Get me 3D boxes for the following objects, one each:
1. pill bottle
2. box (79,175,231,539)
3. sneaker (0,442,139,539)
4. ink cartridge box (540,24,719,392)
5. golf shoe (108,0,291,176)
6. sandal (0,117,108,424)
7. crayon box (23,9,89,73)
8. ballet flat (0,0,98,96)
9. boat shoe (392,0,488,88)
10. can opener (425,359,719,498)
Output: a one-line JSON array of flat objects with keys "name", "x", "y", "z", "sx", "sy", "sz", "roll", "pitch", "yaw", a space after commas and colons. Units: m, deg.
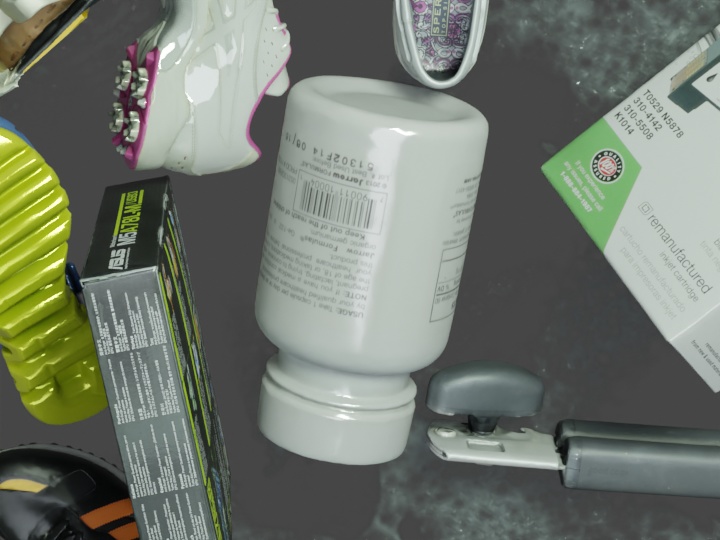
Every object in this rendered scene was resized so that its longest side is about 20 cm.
[{"name": "pill bottle", "x": 0.000, "y": 0.000, "z": 1.039, "sx": 0.113, "sy": 0.114, "sz": 0.202, "roll": 9, "pitch": 106, "yaw": -5}, {"name": "box", "x": -0.108, "y": 0.067, "z": 1.013, "sx": 0.047, "sy": 0.193, "sz": 0.202, "roll": -10, "pitch": 108, "yaw": 1}, {"name": "sneaker", "x": -0.144, "y": 0.175, "z": 1.098, "sx": 0.199, "sy": 0.090, "sz": 0.070, "roll": 34, "pitch": 103, "yaw": -12}, {"name": "ink cartridge box", "x": 0.224, "y": -0.057, "z": 1.010, "sx": 0.200, "sy": 0.146, "sz": 0.084, "roll": -39, "pitch": 144, "yaw": 9}, {"name": "golf shoe", "x": -0.075, "y": -0.147, "z": 1.022, "sx": 0.091, "sy": 0.075, "sz": 0.201, "roll": 11, "pitch": 109, "yaw": -22}, {"name": "sandal", "x": -0.195, "y": -0.006, "z": 1.019, "sx": 0.079, "sy": 0.087, "sz": 0.201, "roll": -24, "pitch": 132, "yaw": -16}, {"name": "crayon box", "x": -0.278, "y": -0.144, "z": 1.011, "sx": 0.200, "sy": 0.058, "sz": 0.173, "roll": -39, "pitch": 105, "yaw": 9}, {"name": "ballet flat", "x": -0.185, "y": -0.134, "z": 0.956, "sx": 0.200, "sy": 0.073, "sz": 0.073, "roll": -40, "pitch": 105, "yaw": 8}, {"name": "boat shoe", "x": 0.044, "y": -0.198, "z": 1.005, "sx": 0.071, "sy": 0.069, "sz": 0.202, "roll": 6, "pitch": 107, "yaw": -4}, {"name": "can opener", "x": 0.137, "y": 0.095, "z": 1.107, "sx": 0.198, "sy": 0.053, "sz": 0.067, "roll": 4, "pitch": 108, "yaw": -5}]
